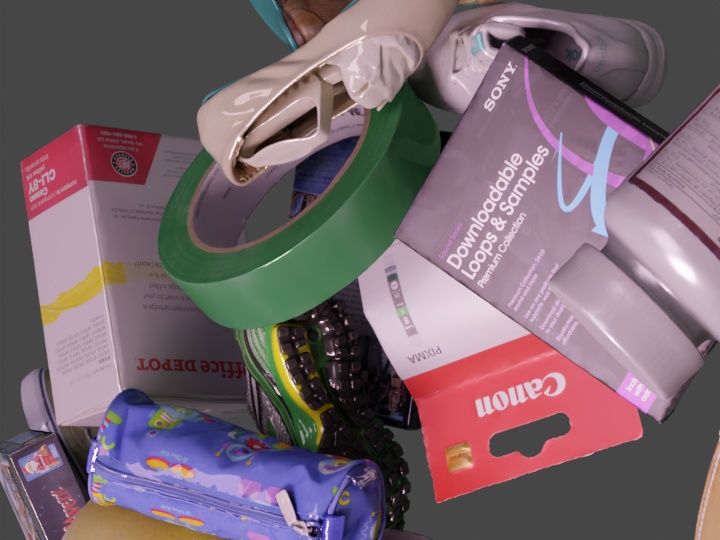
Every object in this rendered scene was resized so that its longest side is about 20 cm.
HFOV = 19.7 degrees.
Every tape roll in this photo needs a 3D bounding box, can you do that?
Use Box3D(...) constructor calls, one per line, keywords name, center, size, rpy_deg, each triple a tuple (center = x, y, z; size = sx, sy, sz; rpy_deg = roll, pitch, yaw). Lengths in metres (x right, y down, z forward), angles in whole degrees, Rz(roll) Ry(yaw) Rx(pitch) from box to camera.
Box3D(name="tape roll", center=(-0.042, -0.053, 1.354), size=(0.200, 0.048, 0.201), rpy_deg=(-28, 34, 21))

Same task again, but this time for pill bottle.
Box3D(name="pill bottle", center=(0.202, -0.032, 1.112), size=(0.200, 0.110, 0.110), rpy_deg=(-46, 53, 0))

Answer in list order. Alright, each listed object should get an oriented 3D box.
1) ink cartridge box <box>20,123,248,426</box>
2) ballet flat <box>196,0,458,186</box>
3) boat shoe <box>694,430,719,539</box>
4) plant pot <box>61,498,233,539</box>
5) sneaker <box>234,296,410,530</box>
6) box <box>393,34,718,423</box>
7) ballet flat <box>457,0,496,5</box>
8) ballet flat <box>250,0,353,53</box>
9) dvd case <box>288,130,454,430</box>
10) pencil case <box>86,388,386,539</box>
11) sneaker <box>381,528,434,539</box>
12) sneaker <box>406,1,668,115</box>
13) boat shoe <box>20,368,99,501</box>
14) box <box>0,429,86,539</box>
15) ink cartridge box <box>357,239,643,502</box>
Box3D(name="ink cartridge box", center=(-0.153, 0.009, 1.479), size=(0.083, 0.145, 0.201), rpy_deg=(-24, 69, 41))
Box3D(name="ballet flat", center=(-0.016, -0.116, 1.307), size=(0.199, 0.069, 0.070), rpy_deg=(-31, 65, 23))
Box3D(name="boat shoe", center=(0.227, 0.085, 1.147), size=(0.072, 0.076, 0.201), rpy_deg=(33, 109, 40))
Box3D(name="plant pot", center=(-0.094, 0.239, 1.372), size=(0.141, 0.199, 0.202), rpy_deg=(1, 86, 37))
Box3D(name="sneaker", center=(-0.027, 0.109, 1.385), size=(0.085, 0.078, 0.202), rpy_deg=(-11, 94, 56))
Box3D(name="box", center=(0.134, -0.025, 1.220), size=(0.199, 0.036, 0.144), rpy_deg=(35, 112, 13))
Box3D(name="ballet flat", center=(0.058, -0.271, 1.350), size=(0.070, 0.070, 0.202), rpy_deg=(-12, 81, 43))
Box3D(name="ballet flat", center=(-0.031, -0.187, 1.421), size=(0.072, 0.068, 0.200), rpy_deg=(-28, 23, -3))
Box3D(name="dvd case", center=(0.000, 0.000, 1.419), size=(0.142, 0.017, 0.202), rpy_deg=(9, 91, 44))
Box3D(name="pencil case", center=(-0.080, 0.135, 1.308), size=(0.199, 0.087, 0.079), rpy_deg=(14, 99, 24))
Box3D(name="sneaker", center=(0.064, 0.241, 1.298), size=(0.199, 0.106, 0.075), rpy_deg=(30, 152, 18))
Box3D(name="sneaker", center=(0.090, -0.138, 1.296), size=(0.199, 0.088, 0.076), rpy_deg=(2, 89, 45))
Box3D(name="boat shoe", center=(-0.194, 0.146, 1.572), size=(0.062, 0.072, 0.200), rpy_deg=(-37, 60, 6))
Box3D(name="box", center=(-0.205, 0.214, 1.493), size=(0.201, 0.037, 0.136), rpy_deg=(67, 163, -4))
Box3D(name="ink cartridge box", center=(0.080, 0.028, 1.303), size=(0.160, 0.050, 0.201), rpy_deg=(-22, 69, 32))
